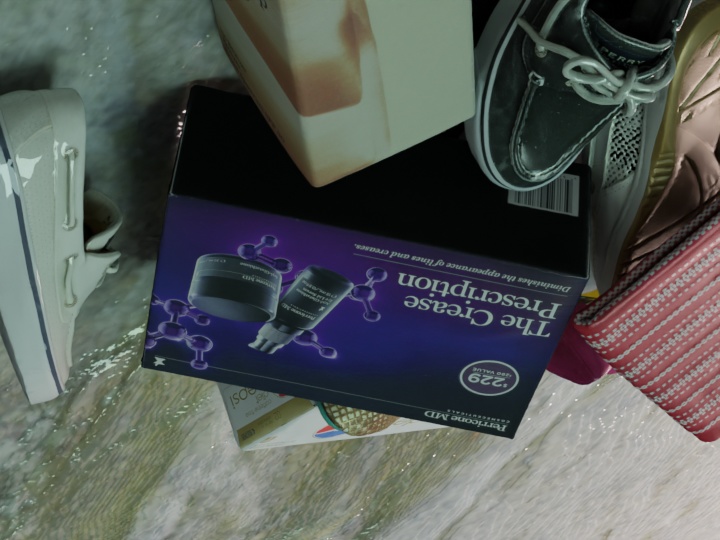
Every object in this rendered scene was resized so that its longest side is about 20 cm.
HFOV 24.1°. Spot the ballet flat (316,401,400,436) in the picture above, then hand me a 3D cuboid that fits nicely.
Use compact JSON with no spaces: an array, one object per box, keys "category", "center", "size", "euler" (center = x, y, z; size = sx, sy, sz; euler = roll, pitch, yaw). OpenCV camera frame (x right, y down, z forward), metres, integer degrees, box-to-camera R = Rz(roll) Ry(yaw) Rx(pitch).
[{"category":"ballet flat","center":[0.046,0.029,0.964],"size":[0.065,0.071,0.200],"euler":[-12,-160,35]}]

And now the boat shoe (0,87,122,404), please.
[{"category":"boat shoe","center":[-0.146,-0.010,0.803],"size":[0.070,0.071,0.200],"euler":[-18,141,-16]}]

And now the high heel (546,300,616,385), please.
[{"category":"high heel","center":[0.162,0.062,1.151],"size":[0.067,0.096,0.200],"euler":[-40,149,16]}]

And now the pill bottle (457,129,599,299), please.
[{"category":"pill bottle","center":[0.140,-0.038,0.966],"size":[0.200,0.112,0.112],"euler":[8,133,-47]}]

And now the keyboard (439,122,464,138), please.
[{"category":"keyboard","center":[0.004,-0.025,0.939],"size":[0.104,0.040,0.200],"euler":[-8,142,-35]}]

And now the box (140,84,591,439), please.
[{"category":"box","center":[0.000,0.000,0.844],"size":[0.200,0.079,0.141],"euler":[11,142,-5]}]

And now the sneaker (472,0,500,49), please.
[{"category":"sneaker","center":[0.070,-0.139,0.769],"size":[0.088,0.076,0.200],"euler":[-40,153,-17]}]

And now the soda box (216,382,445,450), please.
[{"category":"soda box","center":[0.007,0.061,1.015],"size":[0.068,0.064,0.200],"euler":[-33,159,36]}]

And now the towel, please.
[{"category":"towel","center":[0.199,0.016,0.868],"size":[0.145,0.022,0.200],"euler":[-41,145,9]}]

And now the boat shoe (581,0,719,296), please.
[{"category":"boat shoe","center":[0.142,-0.064,0.839],"size":[0.071,0.069,0.200],"euler":[-23,140,-28]}]

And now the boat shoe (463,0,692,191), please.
[{"category":"boat shoe","center":[0.106,-0.103,0.728],"size":[0.074,0.068,0.199],"euler":[7,130,-28]}]

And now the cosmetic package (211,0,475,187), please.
[{"category":"cosmetic package","center":[-0.014,-0.139,0.690],"size":[0.087,0.103,0.200],"euler":[-26,148,-11]}]
